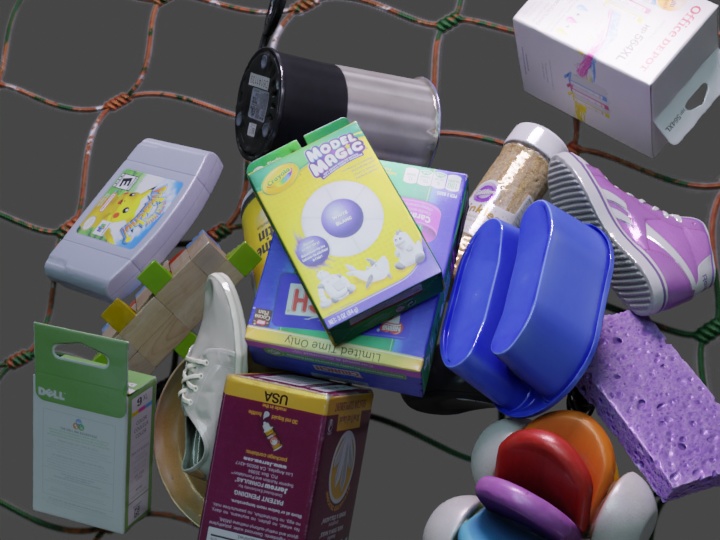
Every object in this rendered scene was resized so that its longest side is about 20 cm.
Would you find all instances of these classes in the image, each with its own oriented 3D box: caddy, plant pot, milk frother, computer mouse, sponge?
[{"bbox_3d":[0.159,0.035,1.401,0.141,0.105,0.201,-21,45,51],"label":"caddy"},{"bbox_3d":[-0.103,0.159,1.470,0.199,0.027,0.201,-1,88,19],"label":"plant pot"},{"bbox_3d":[-0.022,-0.209,1.597,0.187,0.201,0.181,7,27,-28],"label":"milk frother"},{"bbox_3d":[0.137,0.073,1.501,0.199,0.046,0.141,1,59,14],"label":"computer mouse"},{"bbox_3d":[0.270,0.121,1.420,0.111,0.030,0.200,-11,50,-30],"label":"sponge"}]

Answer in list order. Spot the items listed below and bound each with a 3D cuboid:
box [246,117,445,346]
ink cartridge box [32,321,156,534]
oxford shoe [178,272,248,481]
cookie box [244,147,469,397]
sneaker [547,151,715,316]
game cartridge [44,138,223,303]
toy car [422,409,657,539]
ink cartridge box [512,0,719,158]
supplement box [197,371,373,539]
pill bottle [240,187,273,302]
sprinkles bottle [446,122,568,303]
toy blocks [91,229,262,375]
[{"bbox_3d":[-0.019,-0.046,1.384,0.117,0.048,0.200,-27,64,-5],"label":"box"},{"bbox_3d":[-0.254,0.142,1.465,0.103,0.201,0.059,11,21,19],"label":"ink cartridge box"},{"bbox_3d":[-0.140,0.102,1.429,0.057,0.075,0.201,1,90,-21],"label":"oxford shoe"},{"bbox_3d":[0.000,0.000,1.428,0.170,0.075,0.201,10,69,11],"label":"cookie box"},{"bbox_3d":[0.274,-0.046,1.529,0.114,0.073,0.201,-19,61,-25],"label":"sneaker"},{"bbox_3d":[-0.240,-0.057,1.655,0.133,0.041,0.200,16,62,39],"label":"game cartridge"},{"bbox_3d":[0.154,0.212,1.347,0.174,0.150,0.200,25,67,25],"label":"toy car"},{"bbox_3d":[0.281,-0.227,1.610,0.200,0.125,0.129,31,69,28],"label":"ink cartridge box"},{"bbox_3d":[-0.068,0.197,1.374,0.103,0.131,0.201,10,92,18],"label":"supplement box"},{"bbox_3d":[-0.055,0.006,1.549,0.111,0.112,0.201,-15,56,3],"label":"pill bottle"},{"bbox_3d":[0.138,-0.058,1.571,0.068,0.068,0.200,25,67,25],"label":"sprinkles bottle"},{"bbox_3d":[-0.194,0.032,1.561,0.200,0.137,0.100,-46,103,0],"label":"toy blocks"}]
